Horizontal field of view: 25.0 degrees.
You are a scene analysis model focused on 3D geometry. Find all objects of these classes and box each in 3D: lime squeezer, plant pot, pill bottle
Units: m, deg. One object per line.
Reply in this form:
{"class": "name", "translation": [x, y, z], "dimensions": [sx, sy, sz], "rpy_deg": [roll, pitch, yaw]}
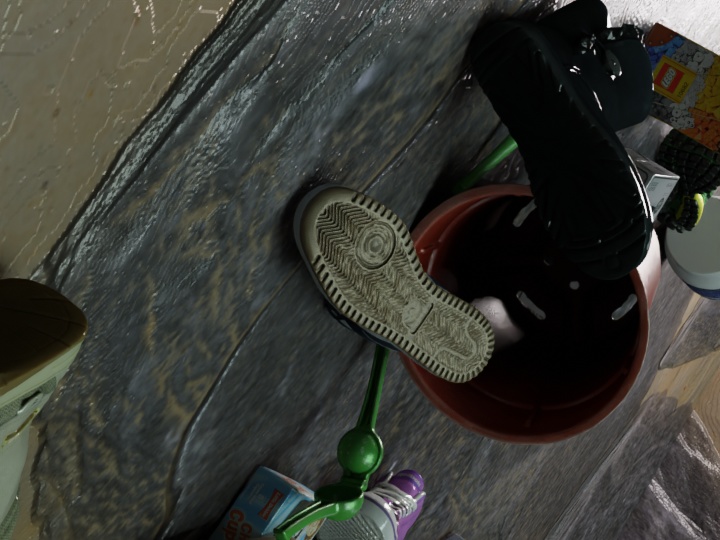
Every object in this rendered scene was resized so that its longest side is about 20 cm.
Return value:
{"class": "lime squeezer", "translation": [-0.015, 0.142, 1.235], "dimensions": [0.071, 0.038, 0.200], "rpy_deg": [57, 45, -31]}
{"class": "lime squeezer", "translation": [0.147, -0.116, 1.289], "dimensions": [0.200, 0.038, 0.071], "rpy_deg": [-36, 152, -47]}
{"class": "plant pot", "translation": [0.148, 0.012, 1.291], "dimensions": [0.201, 0.200, 0.195], "rpy_deg": [-64, 168, 21]}
{"class": "pill bottle", "translation": [0.436, -0.029, 1.994], "dimensions": [0.116, 0.116, 0.200], "rpy_deg": [-58, 161, 4]}

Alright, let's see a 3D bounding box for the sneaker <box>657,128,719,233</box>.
{"class": "sneaker", "translation": [0.366, -0.125, 1.762], "dimensions": [0.085, 0.078, 0.200], "rpy_deg": [-55, 171, -24]}

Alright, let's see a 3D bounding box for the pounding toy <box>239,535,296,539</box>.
{"class": "pounding toy", "translation": [-0.080, 0.315, 1.160], "dimensions": [0.184, 0.142, 0.200], "rpy_deg": [3, 112, -48]}

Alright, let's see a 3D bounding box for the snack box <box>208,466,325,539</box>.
{"class": "snack box", "translation": [-0.104, 0.250, 1.260], "dimensions": [0.200, 0.037, 0.116], "rpy_deg": [-55, 160, -4]}

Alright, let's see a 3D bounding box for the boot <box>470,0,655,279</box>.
{"class": "boot", "translation": [0.174, -0.103, 1.164], "dimensions": [0.076, 0.200, 0.168], "rpy_deg": [-33, 174, 35]}

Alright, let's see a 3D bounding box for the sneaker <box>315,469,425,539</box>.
{"class": "sneaker", "translation": [0.016, 0.212, 1.453], "dimensions": [0.114, 0.073, 0.201], "rpy_deg": [-52, 171, -23]}

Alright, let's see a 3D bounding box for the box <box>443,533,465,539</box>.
{"class": "box", "translation": [0.070, 0.420, 1.841], "dimensions": [0.182, 0.104, 0.200], "rpy_deg": [-62, 160, 18]}

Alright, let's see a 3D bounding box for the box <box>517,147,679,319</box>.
{"class": "box", "translation": [0.227, -0.022, 1.592], "dimensions": [0.200, 0.060, 0.117], "rpy_deg": [-62, 160, 14]}

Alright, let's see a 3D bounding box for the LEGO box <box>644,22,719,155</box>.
{"class": "LEGO box", "translation": [0.342, -0.153, 1.527], "dimensions": [0.077, 0.149, 0.200], "rpy_deg": [-61, 161, 10]}

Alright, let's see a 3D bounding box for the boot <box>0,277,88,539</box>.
{"class": "boot", "translation": [-0.213, 0.100, 0.723], "dimensions": [0.200, 0.072, 0.155], "rpy_deg": [-31, 150, -52]}

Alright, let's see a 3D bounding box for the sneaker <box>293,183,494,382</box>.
{"class": "sneaker", "translation": [0.000, 0.000, 1.095], "dimensions": [0.070, 0.108, 0.200], "rpy_deg": [-52, 130, -6]}
